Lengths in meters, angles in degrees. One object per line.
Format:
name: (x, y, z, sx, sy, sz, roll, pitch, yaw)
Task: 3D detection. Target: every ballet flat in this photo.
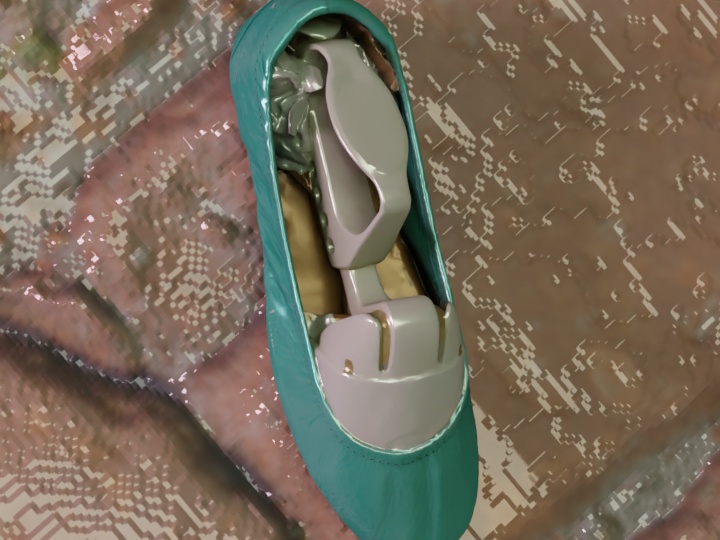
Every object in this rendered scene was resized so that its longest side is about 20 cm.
ballet flat: (0.000, 0.000, 0.783, 0.067, 0.070, 0.201, -13, 86, -17)
